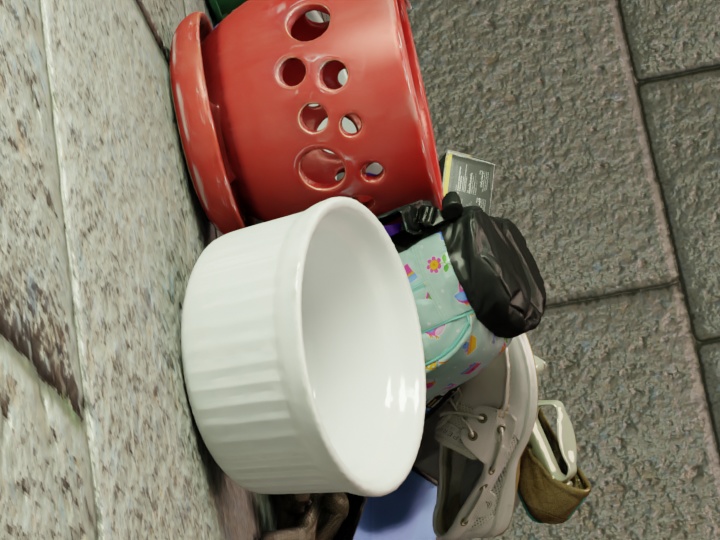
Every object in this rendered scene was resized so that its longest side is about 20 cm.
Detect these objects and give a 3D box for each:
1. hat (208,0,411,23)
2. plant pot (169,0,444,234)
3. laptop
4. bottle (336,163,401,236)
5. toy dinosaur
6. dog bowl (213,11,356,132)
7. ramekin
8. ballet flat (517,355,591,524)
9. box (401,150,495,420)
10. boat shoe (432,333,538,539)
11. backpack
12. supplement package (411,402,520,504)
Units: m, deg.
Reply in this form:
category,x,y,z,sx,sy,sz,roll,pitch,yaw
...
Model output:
category,x,y,z,sx,sy,sz,roll,pitch,yaw
hat,-0.058,-0.315,1.901,0.200,0.176,0.166,-21,100,-86
plant pot,-0.041,-0.122,1.551,0.200,0.182,0.201,-12,90,-87
laptop,0.026,0.225,1.670,0.200,0.103,0.178,120,-10,-70
bottle,0.000,0.000,1.692,0.065,0.083,0.200,70,18,-50
toy dinosaur,-0.034,0.180,1.585,0.200,0.077,0.102,-83,180,-55
dog bowl,-0.061,-0.137,1.828,0.200,0.079,0.201,-16,90,-76
ramekin,-0.039,0.057,1.386,0.200,0.097,0.201,36,49,-57
ballet flat,0.138,0.118,1.747,0.068,0.072,0.200,-14,74,-51
box,0.056,0.023,1.731,0.160,0.049,0.200,126,-25,-62
boat shoe,0.095,0.133,1.693,0.071,0.069,0.201,24,-64,48
backpack,0.029,0.037,1.532,0.167,0.200,0.127,28,38,-65
supplement package,0.055,0.170,1.855,0.120,0.200,0.121,29,36,-33
